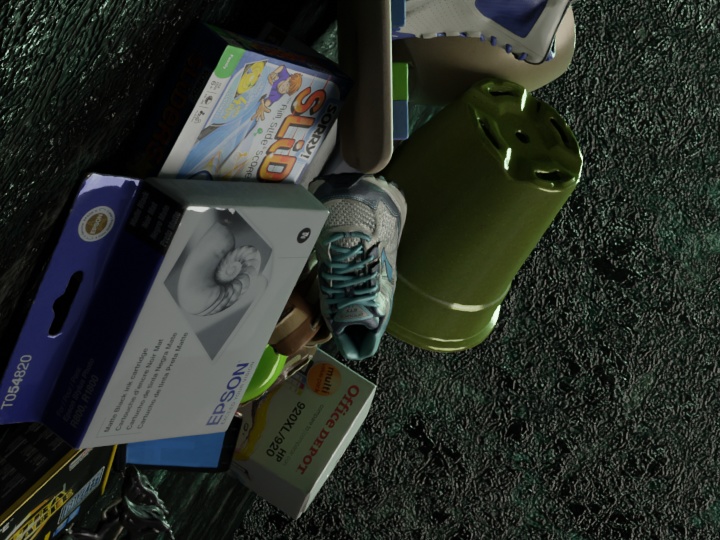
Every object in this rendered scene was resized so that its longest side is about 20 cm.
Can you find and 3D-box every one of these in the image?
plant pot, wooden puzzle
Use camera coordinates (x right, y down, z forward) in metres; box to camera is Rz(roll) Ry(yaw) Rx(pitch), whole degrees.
[{"bbox_3d":[0.074,-0.223,1.359,0.134,0.200,0.200,-35,167,-20],"label":"plant pot"},{"bbox_3d":[0.013,-0.166,1.130,0.200,0.046,0.186,-140,-132,-83],"label":"wooden puzzle"},{"bbox_3d":[0.093,-0.064,1.340,0.190,0.200,0.200,-48,-178,39],"label":"plant pot"}]

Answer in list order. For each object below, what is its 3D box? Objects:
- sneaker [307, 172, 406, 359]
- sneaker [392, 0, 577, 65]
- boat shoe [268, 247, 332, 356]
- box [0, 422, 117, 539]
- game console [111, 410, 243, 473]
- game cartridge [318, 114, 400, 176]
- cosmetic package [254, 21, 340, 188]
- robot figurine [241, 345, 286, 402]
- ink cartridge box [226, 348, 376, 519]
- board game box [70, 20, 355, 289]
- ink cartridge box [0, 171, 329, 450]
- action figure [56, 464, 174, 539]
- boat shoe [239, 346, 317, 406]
[{"bbox_3d":[0.000,0.000,1.210,0.200,0.077,0.087,79,11,-56],"label":"sneaker"},{"bbox_3d":[0.102,-0.209,1.234,0.199,0.115,0.081,-21,-152,20],"label":"sneaker"},{"bbox_3d":[-0.053,0.034,1.328,0.076,0.074,0.200,-37,179,18],"label":"boat shoe"},{"bbox_3d":[-0.260,0.181,1.110,0.200,0.049,0.160,-44,170,-35],"label":"box"},{"bbox_3d":[-0.211,0.199,1.439,0.173,0.118,0.200,-56,174,-24],"label":"game console"},{"bbox_3d":[-0.043,-0.079,1.368,0.200,0.040,0.133,-45,-161,14],"label":"game cartridge"},{"bbox_3d":[-0.070,-0.106,1.213,0.102,0.074,0.200,-58,176,-11],"label":"cosmetic package"},{"bbox_3d":[-0.126,0.068,1.440,0.176,0.115,0.200,-60,179,-2],"label":"robot figurine"},{"bbox_3d":[-0.106,0.150,1.680,0.148,0.200,0.145,-56,175,-19],"label":"ink cartridge box"},{"bbox_3d":[-0.102,-0.064,1.048,0.135,0.034,0.201,6,119,-52],"label":"board game box"},{"bbox_3d":[-0.133,0.030,1.034,0.200,0.041,0.200,-1,124,-49],"label":"ink cartridge box"},{"bbox_3d":[-0.243,0.252,1.241,0.200,0.102,0.119,-33,-150,-5],"label":"action figure"},{"bbox_3d":[-0.130,0.117,1.573,0.202,0.075,0.075,-32,141,9],"label":"boat shoe"}]
